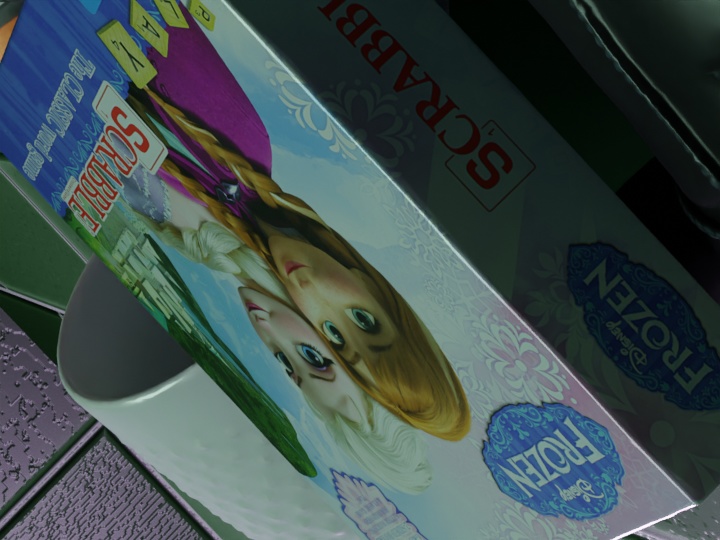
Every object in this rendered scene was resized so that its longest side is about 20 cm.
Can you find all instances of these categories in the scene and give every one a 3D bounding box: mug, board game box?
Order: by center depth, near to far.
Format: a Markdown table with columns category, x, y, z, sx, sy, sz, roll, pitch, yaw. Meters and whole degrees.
| category | x | y | z | sx | sy | sz | roll | pitch | yaw |
| --- | --- | --- | --- | --- | --- | --- | --- | --- | --- |
| board game box | -0.007 | -0.007 | 0.647 | 0.200 | 0.041 | 0.200 | 47 | 159 | 1 |
| mug | 0.007 | 0.046 | 0.972 | 0.175 | 0.148 | 0.200 | 43 | 163 | -29 |

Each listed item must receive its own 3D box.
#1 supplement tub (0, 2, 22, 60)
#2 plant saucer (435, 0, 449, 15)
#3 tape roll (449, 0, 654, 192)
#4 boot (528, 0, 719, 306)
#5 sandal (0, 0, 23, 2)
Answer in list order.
| category | x | y | z | sx | sy | sz | roll | pitch | yaw |
| --- | --- | --- | --- | --- | --- | --- | --- | --- | --- |
| supplement tub | -0.140 | -0.136 | 0.931 | 0.200 | 0.107 | 0.107 | 49 | 168 | -20 |
| plant saucer | -0.044 | -0.121 | 0.691 | 0.200 | 0.027 | 0.201 | 49 | 157 | 30 |
| tape roll | 0.034 | -0.039 | 0.803 | 0.200 | 0.048 | 0.201 | 42 | 168 | 11 |
| boot | 0.072 | -0.046 | 0.572 | 0.163 | 0.073 | 0.198 | 46 | 162 | -19 |
| sandal | -0.153 | -0.120 | 0.834 | 0.199 | 0.045 | 0.075 | 8 | 122 | 40 |
